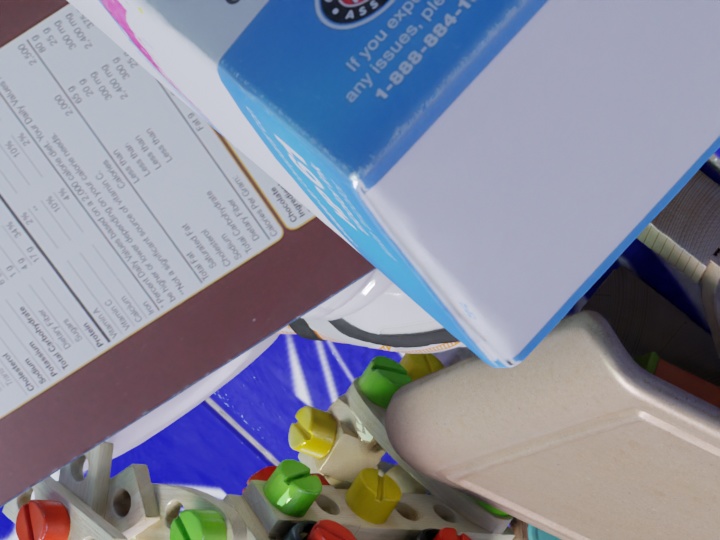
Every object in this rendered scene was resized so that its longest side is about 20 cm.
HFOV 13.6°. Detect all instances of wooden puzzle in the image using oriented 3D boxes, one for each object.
[{"bbox_3d":[0.123,0.078,1.017,0.199,0.037,0.185,31,160,-13],"label":"wooden puzzle"}]

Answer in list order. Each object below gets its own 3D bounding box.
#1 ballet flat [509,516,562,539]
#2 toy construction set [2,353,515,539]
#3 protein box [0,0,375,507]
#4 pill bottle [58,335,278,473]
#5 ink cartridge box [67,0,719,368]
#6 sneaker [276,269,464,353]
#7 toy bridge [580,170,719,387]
[{"bbox_3d":[0.130,0.150,1.152,0.200,0.068,0.072,44,178,-2],"label":"ballet flat"},{"bbox_3d":[-0.024,0.087,1.096,0.131,0.199,0.092,53,135,36],"label":"toy construction set"},{"bbox_3d":[-0.087,-0.063,0.853,0.135,0.199,0.199,55,-174,-27],"label":"protein box"},{"bbox_3d":[-0.125,-0.032,1.154,0.200,0.112,0.112,55,159,8],"label":"pill bottle"},{"bbox_3d":[0.003,-0.099,0.646,0.200,0.145,0.085,40,176,39],"label":"ink cartridge box"},{"bbox_3d":[0.000,0.000,1.028,0.080,0.074,0.200,22,179,-16],"label":"sneaker"},{"bbox_3d":[0.104,0.030,1.017,0.067,0.027,0.200,38,157,10],"label":"toy bridge"}]
